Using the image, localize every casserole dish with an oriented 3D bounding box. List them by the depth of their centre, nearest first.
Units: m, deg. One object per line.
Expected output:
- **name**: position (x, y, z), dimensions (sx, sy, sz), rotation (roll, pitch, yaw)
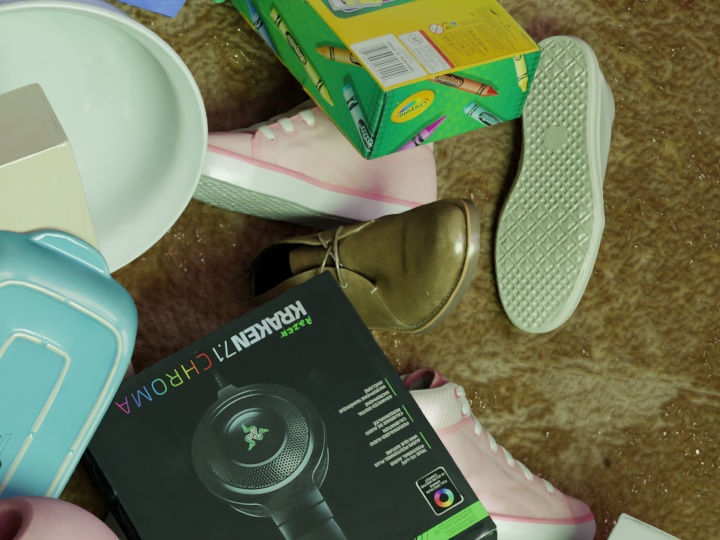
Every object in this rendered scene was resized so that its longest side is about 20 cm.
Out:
- **casserole dish**: position (-0.195, 0.074, 1.277), dimensions (0.121, 0.039, 0.201), rotation (27, 98, -25)

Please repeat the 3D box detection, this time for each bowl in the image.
- **bowl**: position (-0.193, -0.089, 1.361), dimensions (0.200, 0.091, 0.202), rotation (-9, 129, -11)

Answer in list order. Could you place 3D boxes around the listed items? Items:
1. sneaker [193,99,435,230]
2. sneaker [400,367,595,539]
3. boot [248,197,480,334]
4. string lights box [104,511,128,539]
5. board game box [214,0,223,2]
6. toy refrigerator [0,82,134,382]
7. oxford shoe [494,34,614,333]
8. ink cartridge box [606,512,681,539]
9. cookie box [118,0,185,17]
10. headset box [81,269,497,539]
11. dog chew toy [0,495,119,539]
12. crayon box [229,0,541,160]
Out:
- **sneaker**: position (-0.033, -0.084, 1.486), dimensions (0.200, 0.075, 0.105), rotation (12, 82, -37)
- **sneaker**: position (0.072, 0.120, 1.543), dimensions (0.199, 0.075, 0.105), rotation (11, 85, -27)
- **boot**: position (0.000, 0.000, 1.435), dimensions (0.075, 0.200, 0.074), rotation (12, 72, -29)
- **string lights box**: position (-0.057, 0.184, 1.466), dimensions (0.200, 0.059, 0.103), rotation (39, 67, -24)
- **board game box**: position (-0.178, -0.246, 1.397), dimensions (0.199, 0.026, 0.201), rotation (0, 59, -32)
- **toy refrigerator**: position (-0.184, 0.000, 1.334), dimensions (0.076, 0.070, 0.201), rotation (-21, 132, -11)
- **oxford shoe**: position (0.135, -0.056, 1.609), dimensions (0.058, 0.075, 0.201), rotation (21, 73, -67)
- **ink cartridge box**: position (0.172, 0.268, 1.527), dimensions (0.145, 0.084, 0.200), rotation (-58, 159, -22)
- **cookie box**: position (-0.164, -0.257, 1.341), dimensions (0.170, 0.075, 0.201), rotation (15, 50, -22)
- **headset box**: position (-0.039, 0.134, 1.343), dimensions (0.174, 0.093, 0.200), rotation (-28, 66, -11)
- **dog chew toy**: position (-0.152, 0.216, 1.249), dimensions (0.124, 0.124, 0.201), rotation (-41, 118, -28)
- **crayon box**: position (0.003, -0.163, 1.466), dimensions (0.118, 0.058, 0.200), rotation (-17, 52, -32)
